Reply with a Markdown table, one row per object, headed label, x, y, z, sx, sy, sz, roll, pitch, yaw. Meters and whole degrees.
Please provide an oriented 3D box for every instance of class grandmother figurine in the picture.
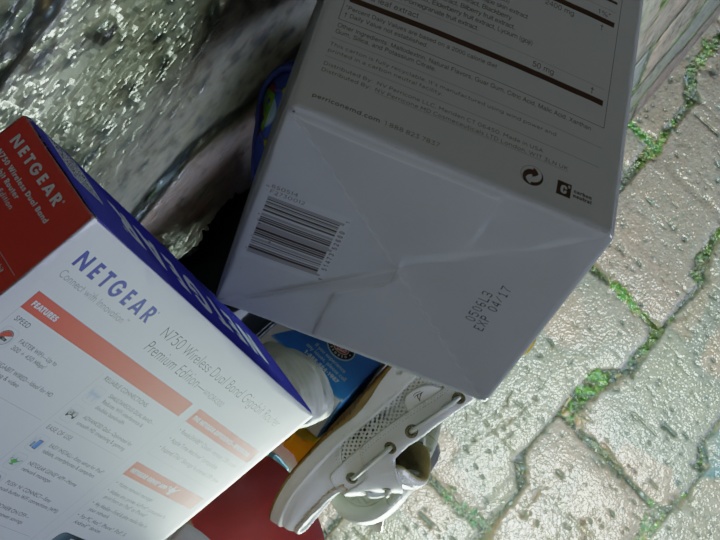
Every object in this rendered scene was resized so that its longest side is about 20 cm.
| label | x | y | z | sx | sy | sz | roll | pitch | yaw |
| --- | --- | --- | --- | --- | --- | --- | --- | --- | --- |
| grandmother figurine | -0.092 | 0.091 | 0.747 | 0.199 | 0.061 | 0.121 | -24 | -162 | 40 |

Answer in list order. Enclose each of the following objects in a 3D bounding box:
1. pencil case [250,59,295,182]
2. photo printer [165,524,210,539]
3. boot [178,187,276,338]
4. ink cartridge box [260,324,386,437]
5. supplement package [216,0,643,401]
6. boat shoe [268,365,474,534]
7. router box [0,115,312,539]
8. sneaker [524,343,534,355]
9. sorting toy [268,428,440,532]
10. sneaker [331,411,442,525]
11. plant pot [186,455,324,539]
| label | x | y | z | sx | sy | sz | roll | pitch | yaw |
| --- | --- | --- | --- | --- | --- | --- | --- | --- | --- |
| pencil case | 0.039 | -0.053 | 0.652 | 0.198 | 0.087 | 0.079 | 5 | 127 | -32 |
| photo printer | -0.155 | 0.222 | 0.591 | 0.200 | 0.070 | 0.166 | -43 | -179 | 13 |
| boot | -0.081 | 0.010 | 0.635 | 0.168 | 0.076 | 0.200 | -44 | 174 | -19 |
| ink cartridge box | 0.000 | 0.000 | 0.859 | 0.200 | 0.116 | 0.067 | -43 | 171 | -32 |
| supplement package | 0.034 | -0.076 | 0.507 | 0.122 | 0.118 | 0.202 | 118 | -9 | -52 |
| boat shoe | 0.014 | 0.115 | 0.808 | 0.200 | 0.069 | 0.071 | -50 | 173 | 30 |
| router box | -0.127 | 0.064 | 0.449 | 0.179 | 0.049 | 0.200 | -39 | 152 | -2 |
| sneaker | 0.085 | -0.014 | 1.009 | 0.078 | 0.201 | 0.082 | -38 | -161 | -16 |
| sorting toy | -0.025 | 0.131 | 1.062 | 0.107 | 0.180 | 0.201 | -38 | 165 | -51 |
| sneaker | 0.034 | 0.105 | 0.948 | 0.112 | 0.076 | 0.202 | 76 | 29 | -62 |
| plant pot | -0.141 | 0.223 | 0.920 | 0.201 | 0.200 | 0.177 | -50 | 161 | 4 |
